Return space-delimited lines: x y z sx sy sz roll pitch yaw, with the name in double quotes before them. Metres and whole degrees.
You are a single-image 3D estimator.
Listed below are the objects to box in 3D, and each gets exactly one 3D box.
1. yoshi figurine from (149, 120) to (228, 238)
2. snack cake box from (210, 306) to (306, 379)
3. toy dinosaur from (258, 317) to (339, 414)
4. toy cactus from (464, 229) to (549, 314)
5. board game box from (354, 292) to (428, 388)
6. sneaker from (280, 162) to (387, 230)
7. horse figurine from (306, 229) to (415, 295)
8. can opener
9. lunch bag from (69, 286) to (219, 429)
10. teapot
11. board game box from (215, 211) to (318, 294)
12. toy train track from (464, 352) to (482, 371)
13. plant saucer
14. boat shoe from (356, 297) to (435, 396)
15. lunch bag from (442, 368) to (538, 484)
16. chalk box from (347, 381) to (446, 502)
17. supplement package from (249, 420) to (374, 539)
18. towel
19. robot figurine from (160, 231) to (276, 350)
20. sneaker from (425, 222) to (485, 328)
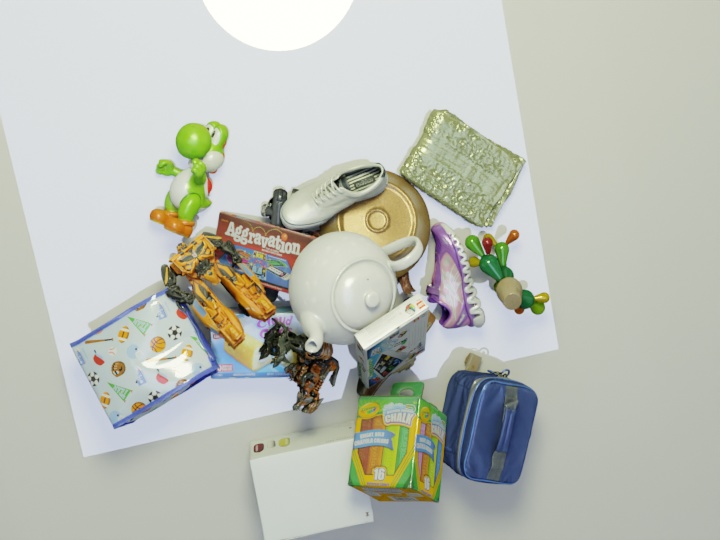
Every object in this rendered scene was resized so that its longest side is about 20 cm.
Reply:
"yoshi figurine" -0.296 -0.166 1.684 0.111 0.112 0.202 25 92 -2
"snack cake box" -0.165 0.125 1.754 0.196 0.067 0.117 -1 99 -6
"toy dinosaur" -0.095 0.137 1.698 0.134 0.102 0.203 13 67 -22
"toy cactus" 0.263 0.017 1.734 0.102 0.165 0.201 -32 109 13
"board game box" 0.052 0.120 1.644 0.125 0.201 0.035 -32 69 -12
"sneaker" -0.047 -0.135 1.680 0.198 0.071 0.074 -27 74 -7
"horse figurine" 0.000 0.000 1.760 0.196 0.050 0.135 3 90 -1
"can opener" -0.144 -0.044 1.734 0.077 0.063 0.203 12 97 6
"lunch bag" -0.359 0.145 1.700 0.198 0.124 0.171 -32 87 5
"teapot" -0.009 0.031 1.611 0.195 0.145 0.203 8 93 -31
"board game box" -0.165 -0.028 1.702 0.197 0.019 0.105 16 100 26
"toy train track" 0.170 0.247 1.820 0.114 0.032 0.203 23 86 -27
"plant saucer" 0.028 -0.083 1.731 0.197 0.035 0.204 1 79 -6
"boat shoe" 0.067 0.148 1.779 0.073 0.076 0.202 31 94 -12
"lunch bag" 0.229 0.270 1.760 0.134 0.132 0.203 11 92 -27
"chalk box" 0.068 0.286 1.719 0.123 0.124 0.203 -6 65 28
"supplement package" -0.088 0.374 1.774 0.197 0.111 0.158 -11 99 -5
"towel" 0.180 -0.179 1.764 0.198 0.036 0.150 29 95 -10
"robot figurine" -0.240 0.024 1.672 0.145 0.058 0.200 -41 82 -21
"sneaker" 0.153 0.017 1.765 0.087 0.081 0.203 -18 100 -3
